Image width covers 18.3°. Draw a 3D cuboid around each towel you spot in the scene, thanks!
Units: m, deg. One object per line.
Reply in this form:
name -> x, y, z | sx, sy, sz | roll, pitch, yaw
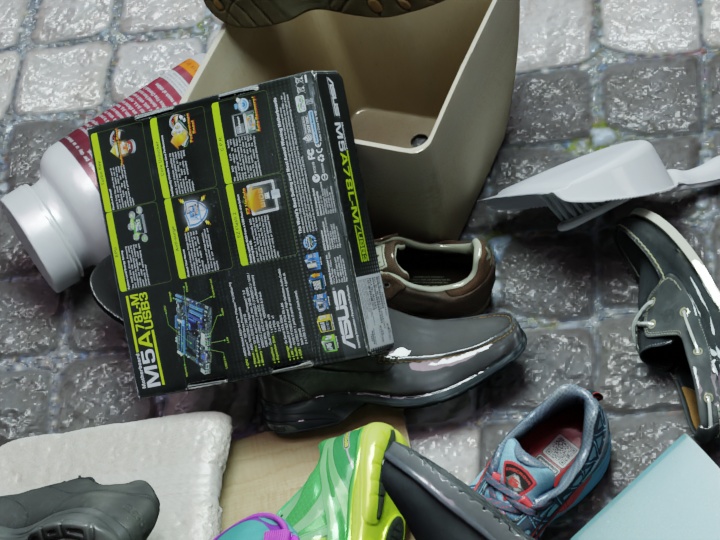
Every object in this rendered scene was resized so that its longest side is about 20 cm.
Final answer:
towel -> -0.187, 0.174, 1.589 | 0.198, 0.035, 0.133 | -9, 55, 18

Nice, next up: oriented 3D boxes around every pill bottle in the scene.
pill bottle -> -0.174, -0.072, 1.735 | 0.199, 0.113, 0.113 | -33, 52, -11

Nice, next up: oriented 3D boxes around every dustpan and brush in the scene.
dustpan and brush -> 0.203, -0.065, 1.649 | 0.199, 0.058, 0.139 | -24, 7, -17

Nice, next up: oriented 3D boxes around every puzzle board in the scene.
puzzle board -> -0.053, 0.178, 1.574 | 0.198, 0.017, 0.151 | -16, 52, 4

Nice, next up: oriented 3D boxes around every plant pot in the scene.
plant pot -> 0.181, 0.238, 1.392 | 0.200, 0.142, 0.141 | -38, 52, -3
plant pot -> 0.010, -0.121, 1.680 | 0.199, 0.178, 0.201 | 11, 57, 23

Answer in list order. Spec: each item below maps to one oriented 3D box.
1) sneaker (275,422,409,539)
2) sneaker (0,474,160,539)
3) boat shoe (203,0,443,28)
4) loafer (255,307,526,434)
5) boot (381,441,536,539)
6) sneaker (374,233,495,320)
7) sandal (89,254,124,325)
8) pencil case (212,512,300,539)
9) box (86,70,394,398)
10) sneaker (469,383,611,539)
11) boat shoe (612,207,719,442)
sneaker -> -0.020, 0.199, 1.506 | 0.083, 0.074, 0.201 | -7, 53, 41
sneaker -> -0.219, 0.182, 1.536 | 0.199, 0.076, 0.091 | -3, 26, 34
boat shoe -> -0.017, -0.226, 1.608 | 0.198, 0.072, 0.068 | -4, 54, 17
loafer -> 0.018, 0.058, 1.592 | 0.198, 0.073, 0.073 | -15, 21, 4
boot -> 0.026, 0.228, 1.339 | 0.165, 0.066, 0.200 | 38, 92, 13
sneaker -> 0.000, 0.000, 1.627 | 0.198, 0.076, 0.071 | -5, 59, -8
sandal -> -0.106, 0.023, 1.659 | 0.199, 0.045, 0.075 | 18, 65, 11
pencil case -> -0.029, 0.253, 1.395 | 0.092, 0.201, 0.085 | -23, 20, 33
box -> -0.086, -0.023, 1.565 | 0.192, 0.047, 0.202 | -12, 89, 29
sneaker -> 0.095, 0.151, 1.494 | 0.079, 0.096, 0.200 | 31, 66, 18
boat shoe -> 0.221, 0.035, 1.572 | 0.067, 0.072, 0.201 | -21, 53, -7
